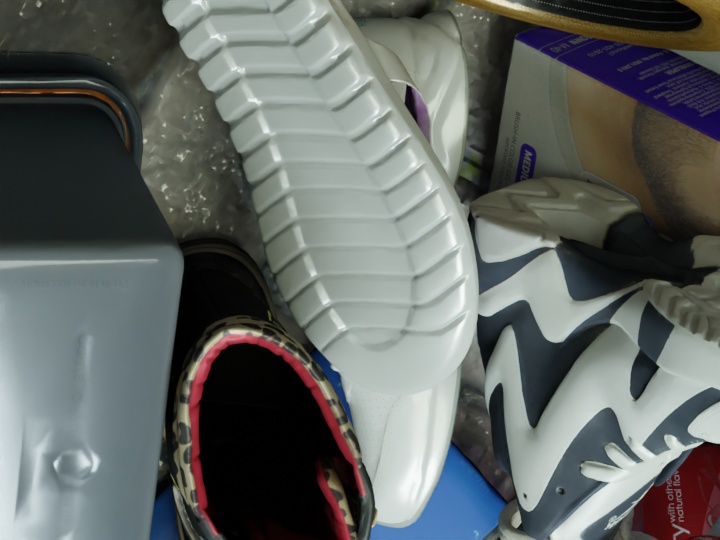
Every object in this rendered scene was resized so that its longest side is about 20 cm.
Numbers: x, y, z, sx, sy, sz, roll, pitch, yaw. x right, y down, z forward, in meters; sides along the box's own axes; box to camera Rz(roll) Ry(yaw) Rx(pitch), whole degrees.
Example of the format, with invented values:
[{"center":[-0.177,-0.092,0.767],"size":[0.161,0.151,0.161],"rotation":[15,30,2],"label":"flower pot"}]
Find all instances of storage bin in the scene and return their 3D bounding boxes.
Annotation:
[{"center":[-0.137,0.037,0.985],"size":[0.145,0.134,0.201],"rotation":[-1,113,-22],"label":"storage bin"}]

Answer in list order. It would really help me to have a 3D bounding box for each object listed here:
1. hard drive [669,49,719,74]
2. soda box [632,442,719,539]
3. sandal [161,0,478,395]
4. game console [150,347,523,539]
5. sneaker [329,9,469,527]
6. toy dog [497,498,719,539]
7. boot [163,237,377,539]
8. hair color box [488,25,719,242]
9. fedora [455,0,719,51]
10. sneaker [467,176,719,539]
[{"center":[0.156,-0.134,0.994],"size":[0.026,0.199,0.133],"rotation":[-6,119,-50],"label":"hard drive"},{"center":[0.136,0.175,1.142],"size":[0.063,0.070,0.202],"rotation":[1,77,-21],"label":"soda box"},{"center":[-0.006,-0.051,0.990],"size":[0.082,0.050,0.204],"rotation":[-13,110,30],"label":"sandal"},{"center":[-0.022,0.150,1.154],"size":[0.200,0.118,0.171],"rotation":[-43,91,0],"label":"game console"},{"center":[0.000,0.000,1.057],"size":[0.080,0.070,0.202],"rotation":[-1,94,-7],"label":"sneaker"},{"center":[0.160,0.131,1.073],"size":[0.199,0.132,0.097],"rotation":[-17,115,-17],"label":"toy dog"},{"center":[-0.031,0.093,1.013],"size":[0.073,0.151,0.201],"rotation":[-15,100,-7],"label":"boot"},{"center":[0.141,-0.011,1.032],"size":[0.065,0.199,0.110],"rotation":[-23,132,-44],"label":"hair color box"},{"center":[0.069,-0.135,0.934],"size":[0.200,0.200,0.082],"rotation":[16,88,-28],"label":"fedora"},{"center":[0.112,0.057,0.985],"size":[0.079,0.198,0.130],"rotation":[-24,125,-41],"label":"sneaker"}]
